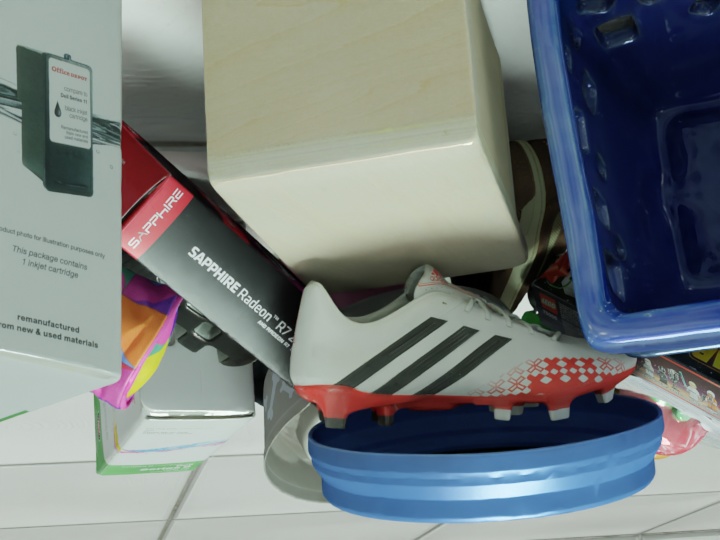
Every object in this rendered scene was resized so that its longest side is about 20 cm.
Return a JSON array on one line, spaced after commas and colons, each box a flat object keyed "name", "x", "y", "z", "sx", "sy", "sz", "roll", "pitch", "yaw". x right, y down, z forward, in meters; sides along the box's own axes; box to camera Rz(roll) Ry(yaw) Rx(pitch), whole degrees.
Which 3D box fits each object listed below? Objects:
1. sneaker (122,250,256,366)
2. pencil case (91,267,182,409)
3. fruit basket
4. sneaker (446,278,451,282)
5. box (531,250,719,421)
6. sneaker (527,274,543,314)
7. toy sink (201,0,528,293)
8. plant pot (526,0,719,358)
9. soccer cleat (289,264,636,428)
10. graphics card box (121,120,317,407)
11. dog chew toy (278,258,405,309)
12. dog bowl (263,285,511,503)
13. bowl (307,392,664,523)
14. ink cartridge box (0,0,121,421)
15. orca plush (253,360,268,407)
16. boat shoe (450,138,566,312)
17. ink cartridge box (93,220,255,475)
[{"name": "sneaker", "x": -0.138, "y": -0.023, "z": 0.973, "sx": 0.074, "sy": 0.089, "sz": 0.200, "roll": -24, "pitch": 129, "yaw": 40}, {"name": "pencil case", "x": -0.202, "y": 0.001, "z": 0.870, "sx": 0.199, "sy": 0.089, "sz": 0.088, "roll": 31, "pitch": 158, "yaw": -2}, {"name": "fruit basket", "x": 0.197, "y": 0.085, "z": 1.039, "sx": 0.185, "sy": 0.094, "sz": 0.199, "roll": 29, "pitch": 167, "yaw": -30}, {"name": "sneaker", "x": 0.021, "y": 0.024, "z": 1.176, "sx": 0.198, "sy": 0.075, "sz": 0.085, "roll": 8, "pitch": 166, "yaw": -11}, {"name": "box", "x": 0.218, "y": 0.017, "z": 0.863, "sx": 0.199, "sy": 0.137, "sz": 0.040, "roll": 30, "pitch": 152, "yaw": 38}, {"name": "sneaker", "x": 0.201, "y": -0.012, "z": 0.978, "sx": 0.198, "sy": 0.091, "sz": 0.066, "roll": -5, "pitch": 178, "yaw": -13}, {"name": "toy sink", "x": 0.010, "y": -0.074, "z": 0.777, "sx": 0.129, "sy": 0.113, "sz": 0.200, "roll": -8, "pitch": 162, "yaw": 12}, {"name": "plant pot", "x": 0.202, "y": -0.057, "z": 0.753, "sx": 0.198, "sy": 0.202, "sz": 0.180, "roll": -9, "pitch": 167, "yaw": 13}, {"name": "soccer cleat", "x": 0.059, "y": 0.039, "z": 0.818, "sx": 0.198, "sy": 0.086, "sz": 0.069, "roll": -3, "pitch": -177, "yaw": -11}, {"name": "graphics card box", "x": -0.084, "y": -0.006, "z": 0.851, "sx": 0.051, "sy": 0.125, "sz": 0.200, "roll": -47, "pitch": 128, "yaw": -2}, {"name": "dog chew toy", "x": 0.000, "y": 0.000, "z": 1.002, "sx": 0.123, "sy": 0.125, "sz": 0.200, "roll": -3, "pitch": 155, "yaw": -5}, {"name": "dog bowl", "x": 0.026, "y": 0.082, "z": 0.981, "sx": 0.198, "sy": 0.059, "sz": 0.201, "roll": -13, "pitch": 147, "yaw": -8}, {"name": "bowl", "x": 0.070, "y": 0.102, "z": 0.833, "sx": 0.199, "sy": 0.040, "sz": 0.201, "roll": -5, "pitch": -176, "yaw": 0}, {"name": "ink cartridge box", "x": -0.186, "y": -0.036, "z": 0.701, "sx": 0.146, "sy": 0.202, "sz": 0.083, "roll": -21, "pitch": 153, "yaw": 39}, {"name": "orca plush", "x": -0.045, "y": 0.062, "z": 1.230, "sx": 0.199, "sy": 0.105, "sz": 0.071, "roll": 21, "pitch": 140, "yaw": 34}, {"name": "boat shoe", "x": 0.112, "y": -0.020, "z": 0.988, "sx": 0.074, "sy": 0.075, "sz": 0.203, "roll": -12, "pitch": 159, "yaw": -13}, {"name": "ink cartridge box", "x": -0.143, "y": 0.061, "z": 1.098, "sx": 0.087, "sy": 0.147, "sz": 0.200, "roll": 0, "pitch": 161, "yaw": -18}]
